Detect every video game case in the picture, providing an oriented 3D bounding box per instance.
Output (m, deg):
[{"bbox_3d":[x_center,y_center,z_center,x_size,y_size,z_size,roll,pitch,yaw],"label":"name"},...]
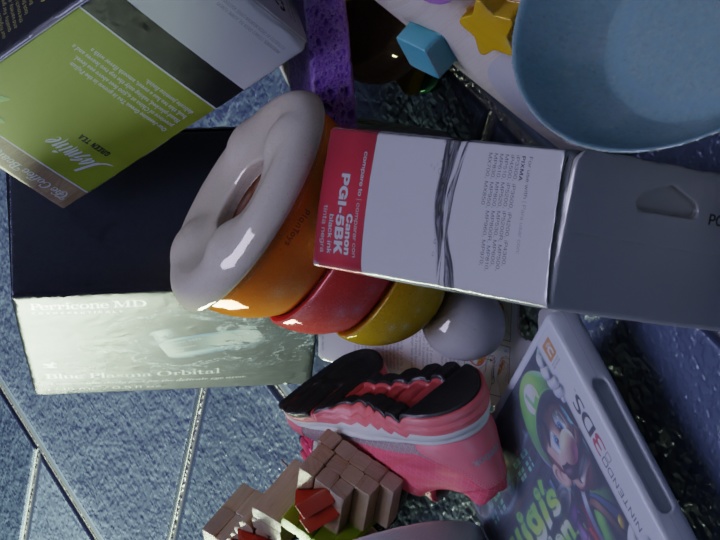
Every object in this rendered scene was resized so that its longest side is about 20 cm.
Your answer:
[{"bbox_3d":[0.126,0.148,1.284,0.182,0.023,0.200,65,155,26],"label":"video game case"}]

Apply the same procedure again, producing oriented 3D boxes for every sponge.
[{"bbox_3d":[-0.030,-0.173,1.335,0.112,0.030,0.200,-110,13,-57],"label":"sponge"}]

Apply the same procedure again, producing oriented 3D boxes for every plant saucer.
[{"bbox_3d":[0.170,-0.132,1.086,0.201,0.039,0.201,-21,48,25],"label":"plant saucer"}]

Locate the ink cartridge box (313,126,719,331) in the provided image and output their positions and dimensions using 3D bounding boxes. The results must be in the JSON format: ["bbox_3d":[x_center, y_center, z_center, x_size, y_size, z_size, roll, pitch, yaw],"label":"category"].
[{"bbox_3d":[0.092,-0.023,1.185,0.200,0.147,0.083,10,92,53],"label":"ink cartridge box"}]

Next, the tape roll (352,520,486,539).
[{"bbox_3d":[0.008,0.258,1.366,0.203,0.202,0.139,-49,55,51],"label":"tape roll"}]

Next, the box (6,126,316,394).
[{"bbox_3d":[-0.129,-0.004,1.459,0.200,0.196,0.118,98,168,-68],"label":"box"}]

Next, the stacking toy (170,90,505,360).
[{"bbox_3d":[0.000,0.000,1.305,0.146,0.200,0.146,-49,21,26],"label":"stacking toy"}]

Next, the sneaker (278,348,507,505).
[{"bbox_3d":[0.018,0.106,1.368,0.200,0.074,0.087,5,125,57],"label":"sneaker"}]

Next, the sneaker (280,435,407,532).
[{"bbox_3d":[-0.008,0.169,1.488,0.075,0.080,0.201,32,123,49],"label":"sneaker"}]

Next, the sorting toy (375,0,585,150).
[{"bbox_3d":[0.095,-0.150,1.217,0.180,0.107,0.200,45,137,1],"label":"sorting toy"}]

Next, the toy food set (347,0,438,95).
[{"bbox_3d":[0.006,-0.216,1.403,0.200,0.049,0.198,56,141,35],"label":"toy food set"}]

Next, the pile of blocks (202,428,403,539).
[{"bbox_3d":[-0.041,0.169,1.400,0.082,0.062,0.200,46,149,-5],"label":"pile of blocks"}]

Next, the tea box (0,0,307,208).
[{"bbox_3d":[-0.162,-0.184,1.321,0.196,0.134,0.200,-30,51,21],"label":"tea box"}]

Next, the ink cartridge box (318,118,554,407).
[{"bbox_3d":[0.058,-0.004,1.390,0.200,0.050,0.161,12,108,38],"label":"ink cartridge box"}]

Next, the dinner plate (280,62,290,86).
[{"bbox_3d":[-0.077,-0.221,1.494,0.200,0.024,0.201,159,90,-88],"label":"dinner plate"}]
